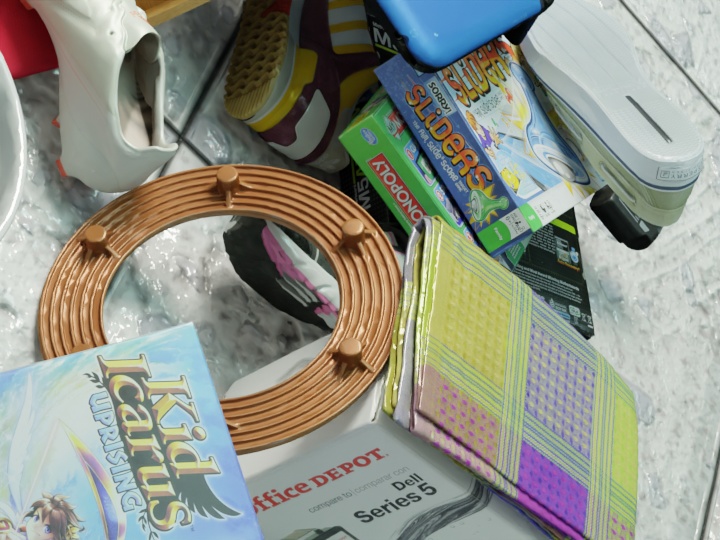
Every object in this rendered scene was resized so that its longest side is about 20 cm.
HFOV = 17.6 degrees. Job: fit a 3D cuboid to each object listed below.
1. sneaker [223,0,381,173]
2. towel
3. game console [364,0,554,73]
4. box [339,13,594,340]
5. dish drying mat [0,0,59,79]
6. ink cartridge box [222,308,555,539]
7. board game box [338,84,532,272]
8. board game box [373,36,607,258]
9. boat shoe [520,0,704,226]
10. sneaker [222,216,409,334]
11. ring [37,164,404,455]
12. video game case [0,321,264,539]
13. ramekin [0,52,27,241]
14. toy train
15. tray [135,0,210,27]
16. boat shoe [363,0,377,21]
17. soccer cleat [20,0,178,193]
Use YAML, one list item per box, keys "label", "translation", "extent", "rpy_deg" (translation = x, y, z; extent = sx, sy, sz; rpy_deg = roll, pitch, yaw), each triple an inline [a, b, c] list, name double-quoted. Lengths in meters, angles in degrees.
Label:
- label: "sneaker"
  translation: [-0.025, -0.153, 1.505]
  extent: [0.090, 0.075, 0.200]
  rpy_deg: [37, 52, -29]
- label: "towel"
  translation: [0.087, 0.070, 1.287]
  extent: [0.200, 0.023, 0.144]
  rpy_deg: [37, 43, -34]
- label: "game console"
  translation: [0.017, -0.211, 1.428]
  extent: [0.171, 0.118, 0.200]
  rpy_deg: [-32, 86, -36]
- label: "box"
  translation: [0.067, -0.055, 1.571]
  extent: [0.200, 0.047, 0.193]
  rpy_deg: [19, 52, -42]
- label: "dish drying mat"
  translation: [-0.220, -0.140, 1.308]
  extent: [0.200, 0.018, 0.077]
  rpy_deg: [-23, 87, -53]
- label: "ink cartridge box"
  translation: [0.030, 0.127, 1.329]
  extent: [0.200, 0.145, 0.084]
  rpy_deg: [38, 44, -28]
- label: "board game box"
  translation: [0.059, -0.066, 1.467]
  extent: [0.135, 0.029, 0.200]
  rpy_deg: [53, 23, -8]
- label: "board game box"
  translation: [0.088, -0.089, 1.473]
  extent: [0.135, 0.034, 0.200]
  rpy_deg: [57, 23, 1]
- label: "boat shoe"
  translation: [0.153, -0.106, 1.504]
  extent: [0.072, 0.062, 0.200]
  rpy_deg: [-8, 43, -21]
- label: "sneaker"
  translation: [0.000, 0.000, 1.412]
  extent: [0.200, 0.080, 0.086]
  rpy_deg: [41, 71, -41]
- label: "ring"
  translation: [-0.076, 0.015, 1.263]
  extent: [0.019, 0.200, 0.201]
  rpy_deg: [86, 10, -50]
- label: "video game case"
  translation: [-0.139, 0.142, 1.138]
  extent: [0.181, 0.045, 0.200]
  rpy_deg: [-14, 78, -23]
- label: "ramekin"
  translation: [-0.271, -0.066, 1.130]
  extent: [0.200, 0.105, 0.200]
  rpy_deg: [28, 48, -36]
- label: "toy train"
  translation: [0.142, -0.088, 1.617]
  extent: [0.200, 0.034, 0.046]
  rpy_deg: [47, 48, -20]
- label: "tray"
  translation: [-0.141, -0.246, 1.366]
  extent: [0.037, 0.099, 0.200]
  rpy_deg: [-87, 152, -71]
- label: "boat shoe"
  translation: [-0.002, -0.254, 1.593]
  extent: [0.065, 0.072, 0.200]
  rpy_deg: [13, 64, -51]
- label: "soccer cleat"
  translation: [-0.149, -0.143, 1.315]
  extent: [0.069, 0.078, 0.200]
  rpy_deg: [-10, 83, -51]
